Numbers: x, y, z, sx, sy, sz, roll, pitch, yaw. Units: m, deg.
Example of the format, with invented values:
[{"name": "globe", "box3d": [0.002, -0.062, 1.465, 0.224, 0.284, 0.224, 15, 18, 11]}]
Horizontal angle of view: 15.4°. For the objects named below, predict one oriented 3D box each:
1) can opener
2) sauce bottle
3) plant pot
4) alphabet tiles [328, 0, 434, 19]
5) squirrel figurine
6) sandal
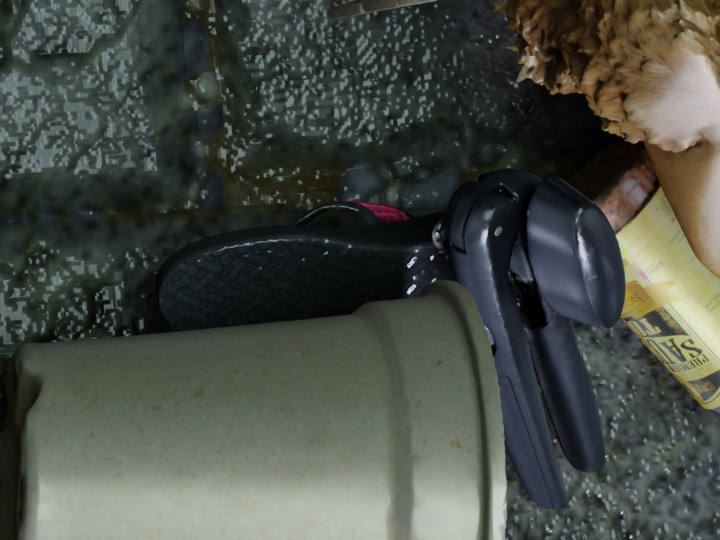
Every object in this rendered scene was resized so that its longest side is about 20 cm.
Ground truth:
[{"name": "can opener", "box3d": [0.075, 0.034, 1.171, 0.063, 0.079, 0.201, -30, 137, -20]}, {"name": "sauce bottle", "box3d": [0.170, 0.028, 1.249, 0.200, 0.066, 0.066, 47, 71, -14]}, {"name": "plant pot", "box3d": [-0.054, 0.100, 1.087, 0.182, 0.200, 0.202, 3, 86, -13]}, {"name": "alphabet tiles", "box3d": [0.091, -0.147, 1.165, 0.199, 0.166, 0.006, -23, 100, -24]}, {"name": "squirrel figurine", "box3d": [0.165, -0.105, 1.185, 0.199, 0.142, 0.187, 24, 34, -15]}, {"name": "sandal", "box3d": [0.000, 0.000, 1.180, 0.199, 0.045, 0.075, -8, 128, -24]}]
